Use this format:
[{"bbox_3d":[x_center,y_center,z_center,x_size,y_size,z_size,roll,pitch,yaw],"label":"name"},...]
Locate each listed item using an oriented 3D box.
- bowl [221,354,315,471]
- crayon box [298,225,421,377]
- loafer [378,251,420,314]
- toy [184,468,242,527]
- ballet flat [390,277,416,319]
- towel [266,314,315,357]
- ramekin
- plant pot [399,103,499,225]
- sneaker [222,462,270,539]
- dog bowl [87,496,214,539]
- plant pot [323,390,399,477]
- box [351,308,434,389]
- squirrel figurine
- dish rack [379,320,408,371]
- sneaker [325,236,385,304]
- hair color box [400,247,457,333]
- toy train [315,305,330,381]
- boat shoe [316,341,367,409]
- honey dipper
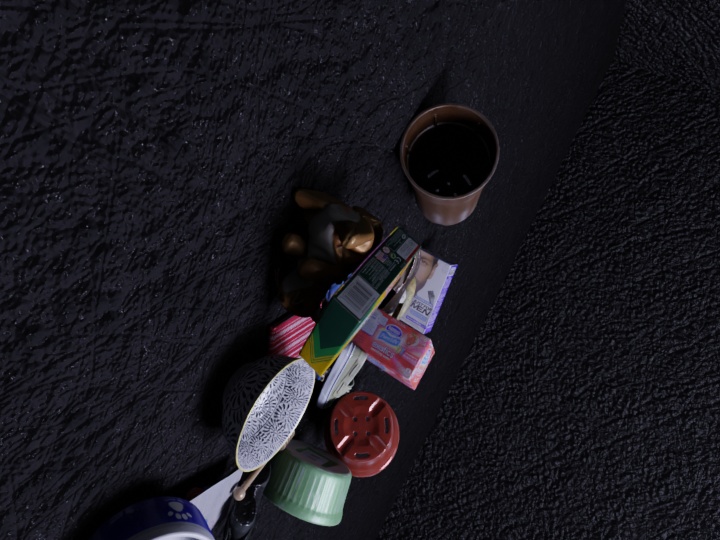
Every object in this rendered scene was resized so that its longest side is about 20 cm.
[{"bbox_3d":[-0.170,0.216,0.889,0.201,0.092,0.205,-48,153,-33],"label":"bowl"},{"bbox_3d":[-0.001,0.049,0.845,0.200,0.058,0.174,-47,172,-42],"label":"crayon box"},{"bbox_3d":[0.084,0.017,1.261,0.070,0.071,0.207,-13,126,-62],"label":"loafer"},{"bbox_3d":[-0.285,0.408,0.900,0.119,0.046,0.199,-67,163,13],"label":"toy"},{"bbox_3d":[0.082,0.092,1.347,0.206,0.069,0.070,-64,157,5],"label":"ballet flat"},{"bbox_3d":[-0.133,0.162,1.006,0.143,0.022,0.207,-31,139,-50],"label":"towel"},{"bbox_3d":[-0.112,0.446,1.138,0.101,0.194,0.200,-66,158,-7],"label":"ramekin"},{"bbox_3d":[0.185,-0.203,1.118,0.204,0.196,0.199,-58,163,-11],"label":"plant pot"},{"bbox_3d":[-0.225,0.460,1.010,0.201,0.058,0.107,-82,-166,-65],"label":"sneaker"},{"bbox_3d":[-0.301,0.434,0.754,0.194,0.078,0.208,-17,119,-31],"label":"dog bowl"},{"bbox_3d":[0.003,0.376,1.253,0.204,0.197,0.196,-55,168,-17],"label":"plant pot"},{"bbox_3d":[0.061,0.166,1.205,0.104,0.196,0.095,-56,154,-14],"label":"box"},{"bbox_3d":[-0.050,-0.012,0.865,0.198,0.140,0.192,-10,130,-59],"label":"squirrel figurine"},{"bbox_3d":[0.107,0.209,1.544,0.198,0.053,0.159,-6,118,-62],"label":"dish rack"},{"bbox_3d":[0.000,0.000,1.039,0.201,0.087,0.080,-51,154,-27],"label":"sneaker"},{"bbox_3d":[0.176,0.055,1.457,0.064,0.107,0.207,-3,117,-62],"label":"hair color box"},{"bbox_3d":[-0.076,0.155,1.107,0.045,0.033,0.206,-32,142,-47],"label":"toy train"},{"bbox_3d":[-0.045,0.248,1.193,0.204,0.060,0.072,-65,176,34],"label":"boat shoe"},{"bbox_3d":[-0.190,0.374,1.039,0.200,0.037,0.039,-45,154,-59],"label":"honey dipper"}]
